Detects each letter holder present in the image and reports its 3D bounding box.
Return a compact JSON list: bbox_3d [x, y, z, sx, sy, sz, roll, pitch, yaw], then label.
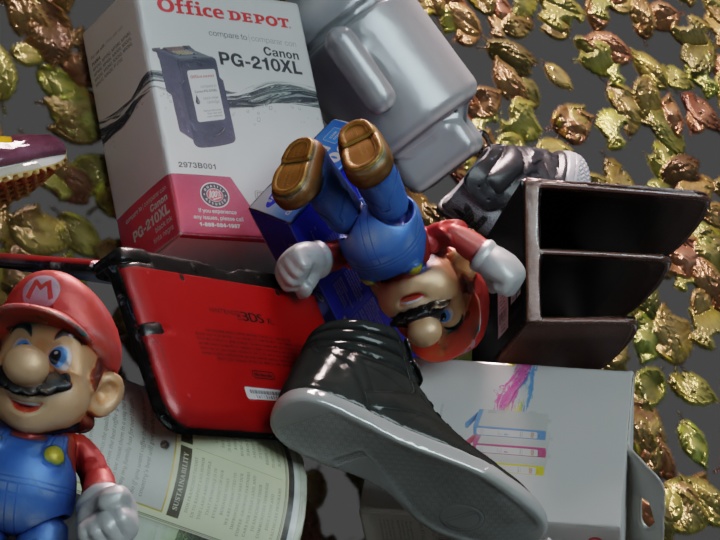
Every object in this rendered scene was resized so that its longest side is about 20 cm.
[{"bbox_3d":[0.165,0.015,1.437,0.141,0.200,0.101,2,74,-7],"label":"letter holder"}]

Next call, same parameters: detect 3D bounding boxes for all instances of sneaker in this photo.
[{"bbox_3d":[0.039,0.097,1.277,0.199,0.071,0.099,29,41,-17],"label":"sneaker"},{"bbox_3d":[-0.285,-0.080,1.323,0.199,0.075,0.090,-17,79,-42],"label":"sneaker"},{"bbox_3d":[0.115,-0.018,1.584,0.113,0.075,0.201,19,58,-17],"label":"sneaker"}]

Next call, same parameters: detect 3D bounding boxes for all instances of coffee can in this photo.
[{"bbox_3d":[-0.154,0.140,1.248,0.199,0.146,0.147,23,54,-24],"label":"coffee can"}]

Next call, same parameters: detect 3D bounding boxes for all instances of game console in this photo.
[{"bbox_3d":[-0.120,0.050,1.299,0.200,0.118,0.173,10,54,-55],"label":"game console"}]

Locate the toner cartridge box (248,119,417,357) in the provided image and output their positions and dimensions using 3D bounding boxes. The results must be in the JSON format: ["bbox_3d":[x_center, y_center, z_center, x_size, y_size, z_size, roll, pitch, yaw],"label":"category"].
[{"bbox_3d":[0.000,0.000,1.416,0.095,0.043,0.200,-48,135,-24],"label":"toner cartridge box"}]

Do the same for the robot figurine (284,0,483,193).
[{"bbox_3d":[0.011,-0.156,1.552,0.200,0.113,0.170,54,8,1],"label":"robot figurine"}]

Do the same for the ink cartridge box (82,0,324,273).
[{"bbox_3d":[-0.105,-0.097,1.454,0.144,0.084,0.201,3,65,-36],"label":"ink cartridge box"}]

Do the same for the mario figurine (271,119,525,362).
[{"bbox_3d":[0.025,-0.001,1.316,0.106,0.123,0.200,-55,133,-17],"label":"mario figurine"}]

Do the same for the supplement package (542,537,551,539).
[{"bbox_3d":[0.080,0.280,1.304,0.121,0.200,0.120,45,48,-7],"label":"supplement package"}]

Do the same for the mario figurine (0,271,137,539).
[{"bbox_3d":[-0.186,0.096,1.082,0.123,0.106,0.201,18,74,-29],"label":"mario figurine"}]

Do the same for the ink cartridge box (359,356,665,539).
[{"bbox_3d":[0.110,0.149,1.383,0.199,0.129,0.126,3,54,9],"label":"ink cartridge box"}]
